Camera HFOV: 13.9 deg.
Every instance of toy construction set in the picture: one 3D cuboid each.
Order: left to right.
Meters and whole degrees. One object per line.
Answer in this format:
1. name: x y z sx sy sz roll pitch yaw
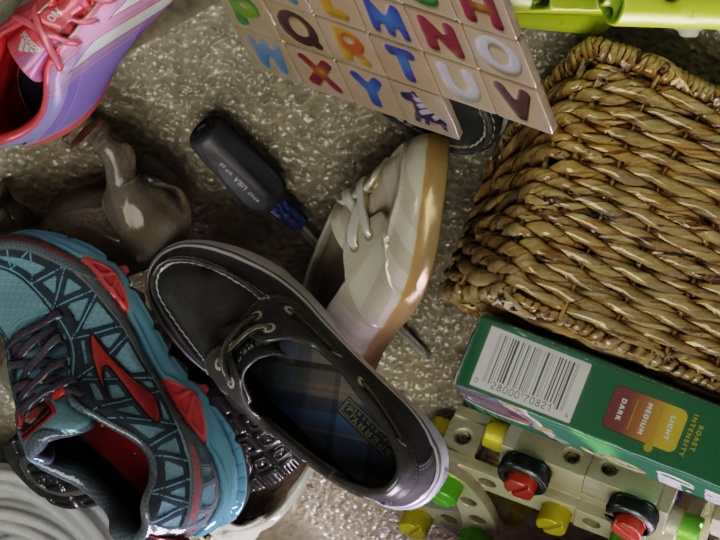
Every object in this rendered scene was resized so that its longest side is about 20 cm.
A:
1. toy construction set: 0.120 0.124 1.641 0.200 0.092 0.131 8 151 3

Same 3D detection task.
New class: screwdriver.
1. screwdriver: -0.020 -0.016 1.615 0.200 0.028 0.029 40 96 -27

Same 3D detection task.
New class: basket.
1. basket: 0.160 -0.016 1.535 0.200 0.143 0.149 22 85 -11

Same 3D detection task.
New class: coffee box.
1. coffee box: 0.150 0.082 1.518 0.200 0.123 0.044 21 85 8

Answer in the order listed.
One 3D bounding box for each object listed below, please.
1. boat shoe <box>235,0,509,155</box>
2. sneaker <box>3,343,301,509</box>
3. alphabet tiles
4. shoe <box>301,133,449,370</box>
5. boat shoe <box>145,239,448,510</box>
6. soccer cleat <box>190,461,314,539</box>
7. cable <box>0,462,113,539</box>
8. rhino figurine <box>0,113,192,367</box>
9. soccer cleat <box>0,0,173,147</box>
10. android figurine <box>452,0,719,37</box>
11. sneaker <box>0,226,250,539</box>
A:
1. boat shoe: -0.002 -0.121 1.501 0.074 0.060 0.200 -30 117 30
2. sneaker: -0.105 0.074 1.644 0.200 0.091 0.076 -6 131 30
3. alphabet tiles: -0.001 -0.124 1.393 0.200 0.008 0.167 22 153 34
4. shoe: 0.000 0.000 1.562 0.053 0.070 0.200 10 138 -13
5. boat shoe: -0.042 0.053 1.531 0.200 0.066 0.070 44 102 17
6. soccer cleat: -0.079 0.132 1.703 0.069 0.078 0.200 29 127 -12
7. cable: -0.199 0.213 1.734 0.200 0.069 0.200 -2 87 23
8. rhino figurine: -0.171 -0.009 1.622 0.087 0.060 0.200 42 125 -17
9. soccer cleat: -0.141 -0.136 1.497 0.067 0.076 0.200 45 131 12
10. android figurine: 0.125 -0.134 1.411 0.200 0.182 0.041 1 93 -20
11. sneaker: -0.144 0.060 1.540 0.200 0.096 0.079 48 128 13
